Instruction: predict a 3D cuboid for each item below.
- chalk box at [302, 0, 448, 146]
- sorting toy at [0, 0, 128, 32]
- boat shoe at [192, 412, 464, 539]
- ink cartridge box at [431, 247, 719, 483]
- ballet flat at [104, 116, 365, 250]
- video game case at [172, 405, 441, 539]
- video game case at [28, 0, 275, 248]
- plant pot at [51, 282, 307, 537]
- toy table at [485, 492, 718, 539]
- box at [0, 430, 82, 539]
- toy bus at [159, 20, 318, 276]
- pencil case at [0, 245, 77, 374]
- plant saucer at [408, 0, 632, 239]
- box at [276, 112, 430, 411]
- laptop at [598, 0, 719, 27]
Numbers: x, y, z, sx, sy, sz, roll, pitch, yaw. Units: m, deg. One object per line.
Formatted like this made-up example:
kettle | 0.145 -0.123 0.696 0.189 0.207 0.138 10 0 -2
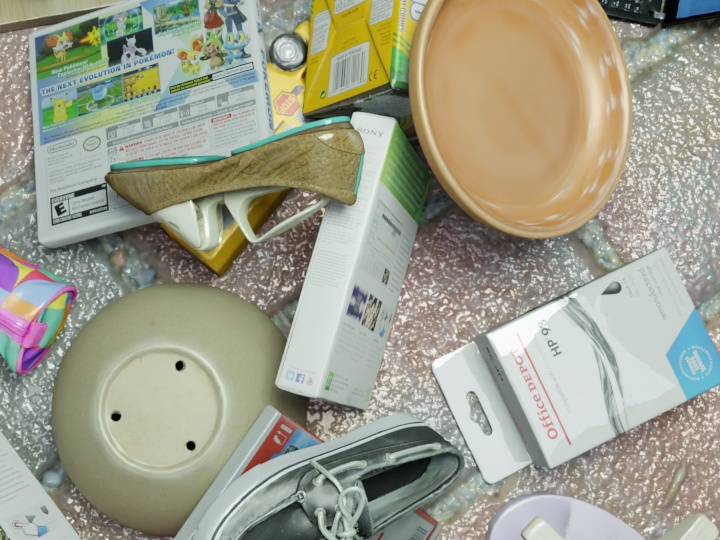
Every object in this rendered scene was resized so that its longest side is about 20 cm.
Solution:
chalk box | 0.073 -0.166 0.851 0.199 0.124 0.125 8 81 -34
sorting toy | -0.255 -0.309 0.894 0.198 0.070 0.201 -11 84 -4
boat shoe | -0.017 0.163 0.761 0.199 0.068 0.074 -17 114 -30
ink cartridge box | 0.169 0.078 0.872 0.199 0.067 0.116 -26 86 -6
ballet flat | -0.088 -0.053 0.764 0.199 0.068 0.073 -9 92 20
video game case | -0.039 0.204 0.812 0.200 0.017 0.143 41 81 -36
video game case | -0.163 -0.126 0.853 0.199 0.022 0.183 -13 73 17
plant pot | -0.139 0.101 0.819 0.199 0.134 0.201 0 83 -2
toy table | 0.186 0.253 0.828 0.200 0.117 0.184 32 82 2
box | -0.288 0.182 0.788 0.200 0.144 0.036 50 121 12
toy bus | -0.080 -0.098 0.880 0.078 0.065 0.200 38 83 2
pencil case | -0.320 0.001 0.848 0.199 0.088 0.089 27 83 0
plant saucer | 0.110 -0.121 0.776 0.199 0.037 0.201 2 86 -35
box | 0.000 0.000 0.826 0.036 0.144 0.201 15 83 16
laptop | 0.245 -0.302 0.904 0.199 0.103 0.178 12 82 -2
